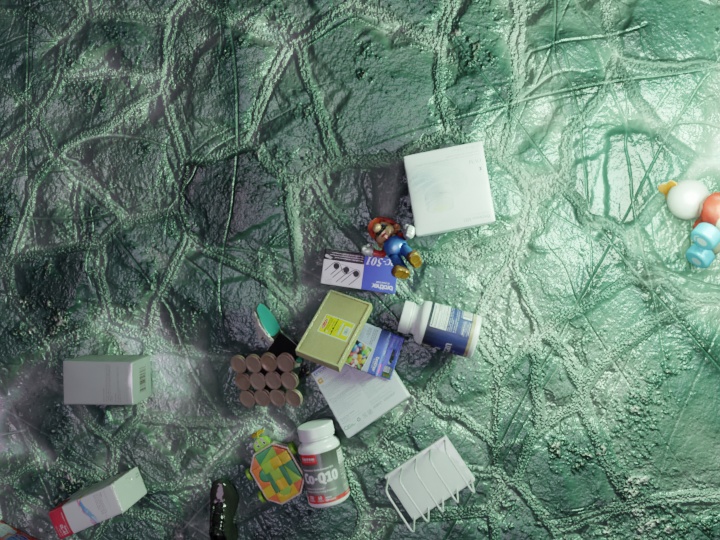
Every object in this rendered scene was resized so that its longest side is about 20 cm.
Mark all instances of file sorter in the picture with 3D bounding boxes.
[{"bbox_3d":[0.176,0.549,1.620,0.199,0.125,0.139,-35,87,7],"label":"file sorter"}]

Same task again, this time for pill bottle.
[{"bbox_3d":[0.199,0.143,1.612,0.198,0.111,0.112,16,93,6],"label":"pill bottle"},{"bbox_3d":[-0.101,0.500,1.655,0.112,0.114,0.203,-12,90,7],"label":"pill bottle"}]

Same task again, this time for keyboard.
[{"bbox_3d":[-0.203,0.262,1.663,0.127,0.021,0.201,39,120,6],"label":"keyboard"}]

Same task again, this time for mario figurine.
[{"bbox_3d":[0.069,-0.071,1.588,0.122,0.201,0.107,-18,133,-14],"label":"mario figurine"}]

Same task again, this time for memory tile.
[{"bbox_3d":[-0.249,0.289,1.673,0.198,0.017,0.155,-6,106,26],"label":"memory tile"}]

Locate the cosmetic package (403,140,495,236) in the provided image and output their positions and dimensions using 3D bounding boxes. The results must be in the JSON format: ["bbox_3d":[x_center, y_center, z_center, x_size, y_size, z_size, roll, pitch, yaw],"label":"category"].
[{"bbox_3d":[0.221,-0.200,1.595,0.197,0.123,0.203,-10,92,7],"label":"cosmetic package"}]

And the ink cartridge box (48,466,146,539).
[{"bbox_3d":[-0.706,0.625,1.712,0.198,0.148,0.087,-23,89,7],"label":"ink cartridge box"}]

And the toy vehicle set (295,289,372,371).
[{"bbox_3d":[-0.065,0.150,1.618,0.123,0.027,0.201,19,58,18],"label":"toy vehicle set"}]

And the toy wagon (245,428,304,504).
[{"bbox_3d":[-0.235,0.525,1.709,0.154,0.040,0.201,-32,88,6],"label":"toy wagon"}]

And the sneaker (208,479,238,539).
[{"bbox_3d":[-0.373,0.667,1.704,0.075,0.091,0.203,-7,90,9],"label":"sneaker"}]

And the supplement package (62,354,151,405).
[{"bbox_3d":[-0.682,0.294,1.714,0.197,0.117,0.119,0,93,6],"label":"supplement package"}]

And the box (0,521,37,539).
[{"bbox_3d":[-0.991,0.794,1.773,0.198,0.103,0.096,23,94,4],"label":"box"}]

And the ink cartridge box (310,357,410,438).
[{"bbox_3d":[-0.001,0.301,1.668,0.195,0.043,0.201,-35,72,6],"label":"ink cartridge box"}]

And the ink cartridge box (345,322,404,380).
[{"bbox_3d":[0.003,0.196,1.646,0.198,0.042,0.121,19,84,15],"label":"ink cartridge box"}]

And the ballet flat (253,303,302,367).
[{"bbox_3d":[-0.235,0.185,1.687,0.071,0.072,0.201,-36,89,6],"label":"ballet flat"}]

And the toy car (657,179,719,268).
[{"bbox_3d":[0.813,-0.148,1.534,0.184,0.177,0.200,-44,57,-7],"label":"toy car"}]

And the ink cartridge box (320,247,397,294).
[{"bbox_3d":[0.000,0.000,1.664,0.197,0.044,0.095,8,94,6],"label":"ink cartridge box"}]
